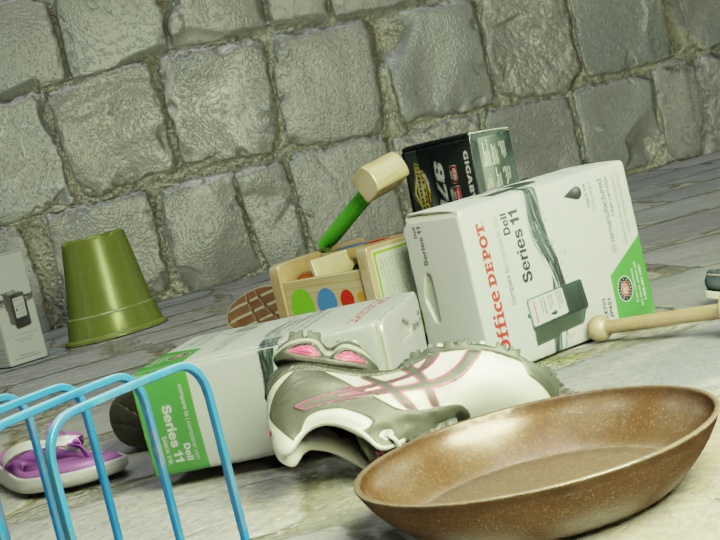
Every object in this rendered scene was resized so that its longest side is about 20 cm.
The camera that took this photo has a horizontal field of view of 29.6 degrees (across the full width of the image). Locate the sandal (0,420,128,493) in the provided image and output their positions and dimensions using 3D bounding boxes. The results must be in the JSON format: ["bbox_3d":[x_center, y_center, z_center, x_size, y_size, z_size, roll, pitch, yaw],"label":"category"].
[{"bbox_3d":[-0.271,0.157,1.171,0.082,0.050,0.201,-18,6,-38],"label":"sandal"}]

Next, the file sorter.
[{"bbox_3d":[-0.178,0.131,0.729,0.198,0.124,0.138,-11,6,32],"label":"file sorter"}]

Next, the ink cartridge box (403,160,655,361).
[{"bbox_3d":[0.150,-0.003,1.197,0.198,0.149,0.083,-18,7,-32],"label":"ink cartridge box"}]

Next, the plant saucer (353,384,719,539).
[{"bbox_3d":[0.095,0.106,0.725,0.198,0.037,0.200,-14,5,1],"label":"plant saucer"}]

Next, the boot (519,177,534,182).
[{"bbox_3d":[0.188,-0.047,1.795,0.198,0.065,0.186,-18,36,-23],"label":"boot"}]

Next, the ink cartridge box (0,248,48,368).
[{"bbox_3d":[-0.660,0.072,2.488,0.083,0.203,0.144,-17,5,-41],"label":"ink cartridge box"}]

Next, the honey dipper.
[{"bbox_3d":[0.254,0.036,1.092,0.038,0.038,0.199,-17,4,-36],"label":"honey dipper"}]

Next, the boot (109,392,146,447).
[{"bbox_3d":[-0.126,0.103,1.271,0.198,0.074,0.151,-20,4,3],"label":"boot"}]

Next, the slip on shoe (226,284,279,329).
[{"bbox_3d":[-0.088,0.051,1.880,0.198,0.077,0.061,-21,-37,14],"label":"slip on shoe"}]

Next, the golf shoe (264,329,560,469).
[{"bbox_3d":[0.034,0.097,0.905,0.197,0.078,0.089,1,48,1],"label":"golf shoe"}]

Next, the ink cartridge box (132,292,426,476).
[{"bbox_3d":[-0.054,0.085,1.053,0.197,0.084,0.147,-13,5,16],"label":"ink cartridge box"}]

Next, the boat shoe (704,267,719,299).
[{"bbox_3d":[0.382,-0.016,1.147,0.198,0.063,0.075,-12,7,35],"label":"boat shoe"}]

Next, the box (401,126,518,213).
[{"bbox_3d":[0.107,-0.030,1.319,0.045,0.203,0.159,-13,5,-21],"label":"box"}]

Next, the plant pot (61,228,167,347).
[{"bbox_3d":[-0.483,0.026,2.572,0.197,0.193,0.200,-14,4,1],"label":"plant pot"}]

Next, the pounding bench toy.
[{"bbox_3d":[0.000,0.000,1.280,0.123,0.203,0.155,-18,7,-43],"label":"pounding bench toy"}]
